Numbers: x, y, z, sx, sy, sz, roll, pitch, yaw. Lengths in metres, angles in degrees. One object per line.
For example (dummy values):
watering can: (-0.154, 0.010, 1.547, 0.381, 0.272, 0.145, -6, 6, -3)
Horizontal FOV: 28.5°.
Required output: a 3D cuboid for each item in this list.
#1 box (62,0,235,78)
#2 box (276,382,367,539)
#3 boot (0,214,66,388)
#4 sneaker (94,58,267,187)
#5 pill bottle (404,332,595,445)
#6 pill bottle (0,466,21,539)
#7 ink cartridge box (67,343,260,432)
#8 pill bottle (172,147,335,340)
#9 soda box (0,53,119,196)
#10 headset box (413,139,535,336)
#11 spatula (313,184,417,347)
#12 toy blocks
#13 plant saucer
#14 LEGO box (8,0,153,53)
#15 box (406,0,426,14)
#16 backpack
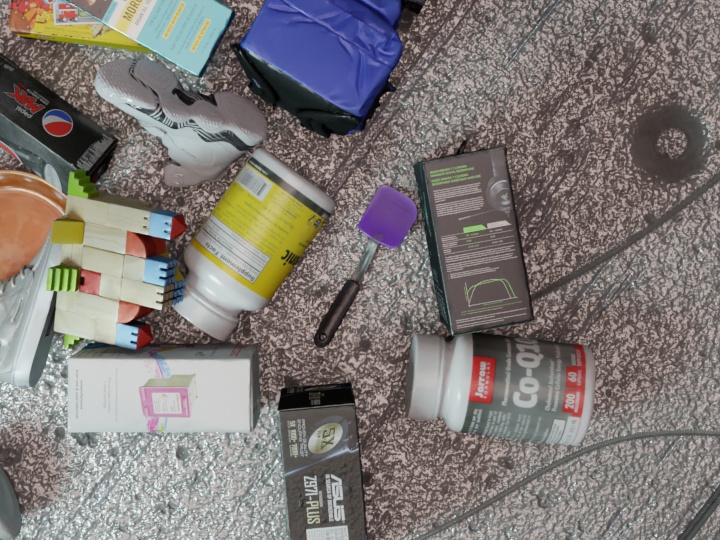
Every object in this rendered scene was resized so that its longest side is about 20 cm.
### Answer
box: (-0.239, -0.289, 1.505, 0.199, 0.049, 0.083, 29, 93, -5)
box: (-0.040, 0.236, 1.563, 0.086, 0.164, 0.201, -5, 93, -1)
boot: (-0.376, 0.023, 1.556, 0.095, 0.074, 0.201, 17, 86, 6)
sneaker: (-0.210, -0.153, 1.542, 0.199, 0.075, 0.115, 16, 135, -30)
pill bottle: (0.154, 0.129, 1.586, 0.199, 0.114, 0.115, 6, 93, -2)
pill bottle: (-0.490, 0.288, 1.578, 0.199, 0.111, 0.111, -26, 94, 0)
ink cartridge box: (-0.211, 0.127, 1.559, 0.199, 0.145, 0.085, 2, 94, -2)
pill bottle: (-0.126, -0.026, 1.571, 0.111, 0.111, 0.200, 36, 92, -3)
soda box: (-0.370, -0.167, 1.566, 0.200, 0.071, 0.063, 37, 58, -3)
headset box: (0.119, -0.041, 1.546, 0.092, 0.174, 0.201, -10, 92, 0)
spatula: (0.000, 0.000, 1.620, 0.056, 0.021, 0.201, 29, 95, 9)
toy blocks: (-0.251, 0.002, 1.520, 0.136, 0.100, 0.201, 12, 103, 16)
plant saucer: (-0.397, -0.014, 1.603, 0.199, 0.032, 0.202, 0, 94, -2)
LEGO box: (-0.276, -0.323, 1.565, 0.199, 0.077, 0.150, 6, 94, -2)
box: (0.008, -0.386, 1.552, 0.199, 0.115, 0.133, 27, 93, -2)
backpack: (-0.032, -0.233, 1.519, 0.162, 0.200, 0.168, 36, 82, -1)
